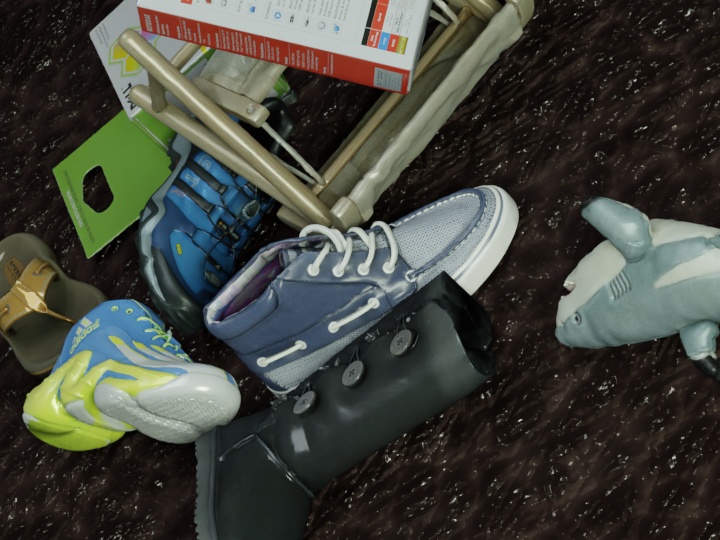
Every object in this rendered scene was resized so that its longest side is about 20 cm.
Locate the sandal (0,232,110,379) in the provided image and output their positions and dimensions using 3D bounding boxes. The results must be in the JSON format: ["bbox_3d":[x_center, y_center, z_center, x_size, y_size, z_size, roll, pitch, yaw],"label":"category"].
[{"bbox_3d":[-0.243,0.018,1.772,0.080,0.054,0.200,-47,36,0],"label":"sandal"}]

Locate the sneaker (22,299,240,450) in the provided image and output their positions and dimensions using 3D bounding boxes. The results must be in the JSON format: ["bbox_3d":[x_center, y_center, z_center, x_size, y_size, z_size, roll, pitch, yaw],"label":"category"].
[{"bbox_3d":[-0.149,0.059,1.614,0.200,0.076,0.105,-9,55,42],"label":"sneaker"}]

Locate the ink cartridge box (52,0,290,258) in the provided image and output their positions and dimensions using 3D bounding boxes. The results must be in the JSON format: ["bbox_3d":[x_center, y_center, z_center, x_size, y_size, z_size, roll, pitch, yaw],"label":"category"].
[{"bbox_3d":[-0.166,-0.126,1.811,0.200,0.076,0.148,-40,36,7],"label":"ink cartridge box"}]

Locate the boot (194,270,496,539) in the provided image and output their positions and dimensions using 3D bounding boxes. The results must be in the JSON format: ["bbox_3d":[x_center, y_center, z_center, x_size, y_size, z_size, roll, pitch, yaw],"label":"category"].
[{"bbox_3d":[-0.003,0.108,1.443,0.200,0.066,0.165,-31,40,14],"label":"boot"}]

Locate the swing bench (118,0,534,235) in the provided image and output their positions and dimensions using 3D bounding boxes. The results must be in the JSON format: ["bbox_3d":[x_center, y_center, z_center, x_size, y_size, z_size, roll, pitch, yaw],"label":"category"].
[{"bbox_3d":[-0.021,-0.146,1.607,0.199,0.200,0.130,-50,-8,-12],"label":"swing bench"}]

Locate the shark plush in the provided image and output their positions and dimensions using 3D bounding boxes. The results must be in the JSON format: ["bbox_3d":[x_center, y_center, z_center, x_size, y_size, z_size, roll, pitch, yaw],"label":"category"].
[{"bbox_3d":[0.201,0.022,1.338,0.200,0.091,0.083,15,87,29],"label":"shark plush"}]

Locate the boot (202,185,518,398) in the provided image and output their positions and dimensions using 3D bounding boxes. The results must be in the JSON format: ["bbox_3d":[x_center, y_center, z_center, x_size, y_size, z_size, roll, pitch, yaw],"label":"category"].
[{"bbox_3d":[0.000,0.000,1.509,0.200,0.090,0.073,-40,36,10],"label":"boot"}]

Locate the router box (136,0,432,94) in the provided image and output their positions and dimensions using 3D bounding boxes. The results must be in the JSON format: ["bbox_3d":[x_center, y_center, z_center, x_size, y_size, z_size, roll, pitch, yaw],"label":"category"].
[{"bbox_3d":[-0.031,-0.231,1.536,0.179,0.049,0.200,14,76,3],"label":"router box"}]

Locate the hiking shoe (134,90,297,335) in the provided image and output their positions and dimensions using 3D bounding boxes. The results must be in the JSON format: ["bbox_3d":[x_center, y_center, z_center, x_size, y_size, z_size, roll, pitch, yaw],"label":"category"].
[{"bbox_3d":[-0.098,-0.047,1.668,0.087,0.074,0.200,-23,42,31],"label":"hiking shoe"}]
